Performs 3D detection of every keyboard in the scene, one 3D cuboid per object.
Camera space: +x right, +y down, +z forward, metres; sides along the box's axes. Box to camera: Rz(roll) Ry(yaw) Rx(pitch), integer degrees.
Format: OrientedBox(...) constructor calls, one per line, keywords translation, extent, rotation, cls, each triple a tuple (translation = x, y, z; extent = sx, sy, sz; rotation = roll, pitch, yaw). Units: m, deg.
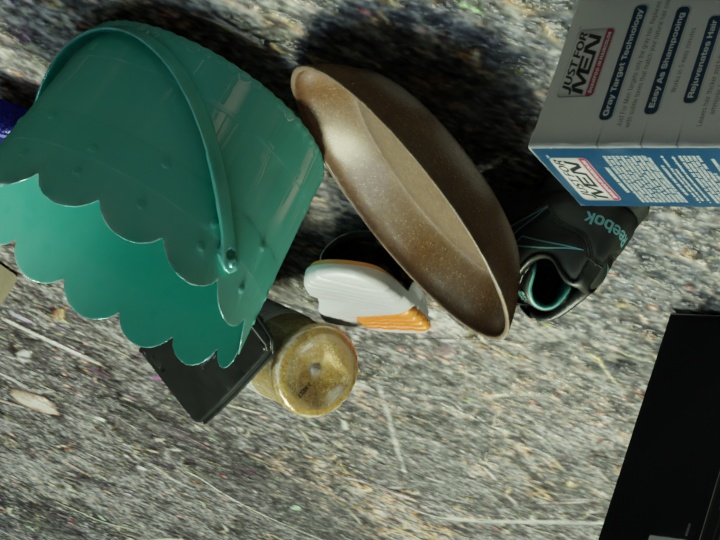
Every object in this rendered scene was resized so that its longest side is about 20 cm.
OrientedBox(translation=(-0.122, 0.034, 1.520), extent=(0.127, 0.021, 0.200), rotation=(52, 152, 3), cls="keyboard")

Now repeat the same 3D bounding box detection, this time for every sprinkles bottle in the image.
OrientedBox(translation=(-0.077, 0.052, 1.559), extent=(0.068, 0.068, 0.200), rotation=(35, 173, -30), cls="sprinkles bottle")

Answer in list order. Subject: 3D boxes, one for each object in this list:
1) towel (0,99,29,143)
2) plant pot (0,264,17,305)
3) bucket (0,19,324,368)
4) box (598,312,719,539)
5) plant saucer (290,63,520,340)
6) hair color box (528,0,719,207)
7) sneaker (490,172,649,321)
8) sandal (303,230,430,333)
OrientedBox(translation=(-0.176, -0.057, 1.511), extent=(0.199, 0.050, 0.148), rotation=(20, 154, 0), cls="towel")
OrientedBox(translation=(-0.446, 0.037, 1.794), extent=(0.199, 0.178, 0.200), rotation=(-5, 146, 46), cls="plant pot")
OrientedBox(translation=(-0.130, -0.050, 1.330), extent=(0.206, 0.135, 0.207), rotation=(26, 159, 11), cls="bucket")
OrientedBox(translation=(0.233, 0.150, 1.395), extent=(0.078, 0.201, 0.141), rotation=(2, 150, 39), cls="box")
OrientedBox(translation=(0.034, -0.048, 1.259), extent=(0.201, 0.037, 0.201), rotation=(50, 169, 13), cls="plant saucer")
OrientedBox(translation=(0.189, -0.087, 1.032), extent=(0.199, 0.101, 0.061), rotation=(3, 153, 39), cls="hair color box")
OrientedBox(translation=(0.099, -0.011, 1.318), extent=(0.075, 0.080, 0.200), rotation=(28, 159, -18), cls="sneaker")
OrientedBox(translation=(0.008, 0.001, 1.446), extent=(0.079, 0.060, 0.207), rotation=(6, 169, 7), cls="sandal")
